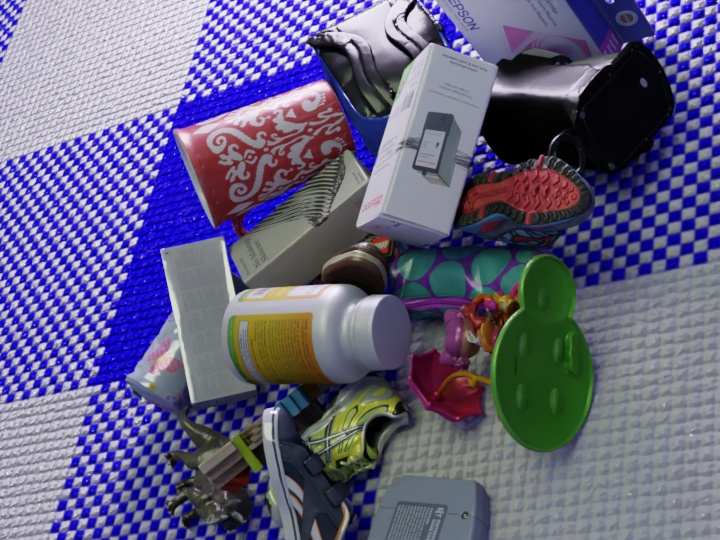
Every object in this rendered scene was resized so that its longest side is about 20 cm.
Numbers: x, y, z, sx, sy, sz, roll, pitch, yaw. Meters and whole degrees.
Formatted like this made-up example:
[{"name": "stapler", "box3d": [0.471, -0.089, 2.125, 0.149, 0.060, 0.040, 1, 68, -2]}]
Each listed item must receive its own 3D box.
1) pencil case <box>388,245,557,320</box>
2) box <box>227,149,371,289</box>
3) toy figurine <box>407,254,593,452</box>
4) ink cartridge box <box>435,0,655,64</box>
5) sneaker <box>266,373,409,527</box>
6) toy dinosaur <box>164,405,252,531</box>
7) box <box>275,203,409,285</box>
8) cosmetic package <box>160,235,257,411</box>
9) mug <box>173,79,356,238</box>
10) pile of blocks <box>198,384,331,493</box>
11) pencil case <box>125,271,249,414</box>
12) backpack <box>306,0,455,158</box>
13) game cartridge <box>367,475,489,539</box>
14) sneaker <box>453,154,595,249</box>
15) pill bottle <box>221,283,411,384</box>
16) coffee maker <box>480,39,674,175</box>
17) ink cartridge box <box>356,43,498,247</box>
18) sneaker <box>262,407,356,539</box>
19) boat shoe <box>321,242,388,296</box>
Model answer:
[{"name": "pencil case", "box3d": [0.129, 0.017, 1.660, 0.200, 0.085, 0.092, 0, 38, 40]}, {"name": "box", "box3d": [-0.061, -0.050, 1.824, 0.200, 0.068, 0.082, -40, 41, 6]}, {"name": "toy figurine", "box3d": [0.128, 0.087, 1.559, 0.184, 0.150, 0.200, -5, 79, 49]}, {"name": "ink cartridge box", "box3d": [0.220, -0.302, 1.764, 0.200, 0.196, 0.043, -11, 52, 33]}, {"name": "sneaker", "box3d": [-0.027, 0.204, 1.642, 0.200, 0.075, 0.076, -52, 41, -6]}, {"name": "toy dinosaur", "box3d": [-0.176, 0.243, 1.747, 0.102, 0.077, 0.200, -20, 41, 10]}, {"name": "box", "box3d": [-0.027, -0.043, 1.874, 0.200, 0.038, 0.137, -15, 49, 30]}, {"name": "cosmetic package", "box3d": [-0.186, 0.065, 1.823, 0.082, 0.051, 0.200, -11, 74, -6]}, {"name": "mug", "box3d": [-0.114, -0.141, 1.865, 0.200, 0.178, 0.134, -24, 61, -7]}, {"name": "pile of blocks", "box3d": [-0.094, 0.189, 1.674, 0.200, 0.062, 0.082, -38, -1, -30]}, {"name": "pencil case", "box3d": [-0.216, 0.084, 1.888, 0.091, 0.083, 0.200, 22, 72, 32]}, {"name": "backpack", "box3d": [0.057, -0.225, 1.853, 0.162, 0.168, 0.200, -30, 44, 1]}, {"name": "game cartridge", "box3d": [0.059, 0.307, 1.516, 0.133, 0.040, 0.200, -4, 55, 42]}, {"name": "sneaker", "box3d": [0.189, -0.067, 1.572, 0.200, 0.095, 0.079, 1, 69, 57]}, {"name": "pill bottle", "box3d": [-0.048, 0.072, 1.662, 0.200, 0.111, 0.111, -3, 55, 34]}, {"name": "coffee maker", "box3d": [0.218, -0.179, 1.680, 0.192, 0.135, 0.200, -22, 17, -30]}, {"name": "ink cartridge box", "box3d": [0.072, -0.135, 1.664, 0.145, 0.084, 0.200, 159, 128, -79]}, {"name": "sneaker", "box3d": [-0.050, 0.238, 1.581, 0.079, 0.200, 0.078, -13, 3, 7]}, {"name": "boat shoe", "box3d": [-0.006, -0.002, 1.722, 0.202, 0.075, 0.075, 127, 166, -69]}]
